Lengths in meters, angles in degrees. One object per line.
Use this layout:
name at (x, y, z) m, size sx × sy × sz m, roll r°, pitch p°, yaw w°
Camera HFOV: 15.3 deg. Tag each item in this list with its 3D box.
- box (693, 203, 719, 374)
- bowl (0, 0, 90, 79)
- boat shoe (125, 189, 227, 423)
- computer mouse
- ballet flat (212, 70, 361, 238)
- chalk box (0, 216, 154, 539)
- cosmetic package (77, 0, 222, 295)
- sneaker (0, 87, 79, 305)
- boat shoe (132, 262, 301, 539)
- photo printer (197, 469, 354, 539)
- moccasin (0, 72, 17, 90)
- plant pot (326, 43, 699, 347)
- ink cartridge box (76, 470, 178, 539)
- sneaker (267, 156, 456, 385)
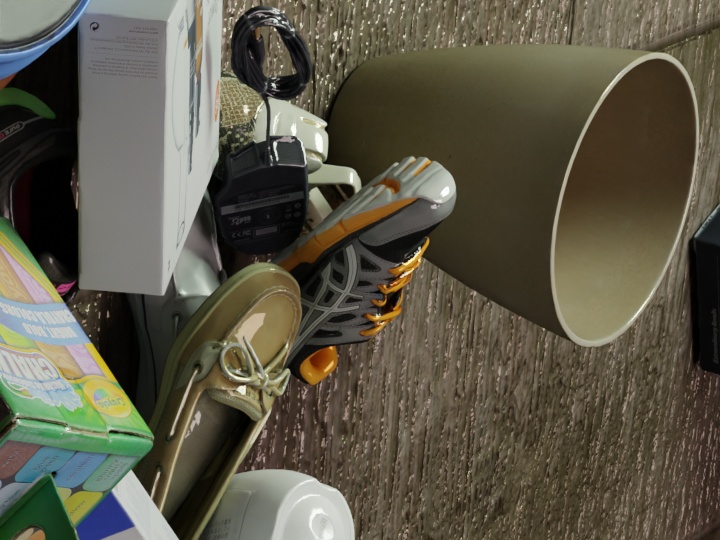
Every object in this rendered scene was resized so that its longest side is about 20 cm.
box at (0.391, 0.026, 2.257) m, size 0.104 × 0.199 × 0.149 m, roll -45°, pitch 141°, yaw -39°
bowl at (-0.195, -0.187, 1.256) m, size 0.200 × 0.039 × 0.202 m, roll 15°, pitch 70°, yaw -48°
boat shoe at (-0.094, 0.031, 1.589) m, size 0.073 × 0.066 × 0.201 m, roll -36°, pitch 134°, yaw -46°
computer mouse at (-0.057, -0.081, 1.514) m, size 0.058 × 0.034 × 0.201 m, roll -10°, pitch 142°, yaw -12°
ballet flat at (-0.040, -0.061, 1.621) m, size 0.200 × 0.075 × 0.068 m, roll 52°, pitch 48°, yaw -54°
chalk box at (-0.194, 0.077, 1.286) m, size 0.124 × 0.200 × 0.124 m, roll -43°, pitch 155°, yaw 16°
cosmetic package at (-0.110, -0.096, 1.429) m, size 0.200 × 0.051 × 0.152 m, roll -77°, pitch 172°, yaw -65°
sneaker at (-0.189, 0.007, 1.401) m, size 0.077 × 0.083 × 0.201 m, roll -18°, pitch 123°, yaw -53°
boat shoe at (-0.086, 0.092, 1.534) m, size 0.073 × 0.063 × 0.201 m, roll 37°, pitch 86°, yaw -45°
photo printer at (-0.082, 0.214, 1.553) m, size 0.069 × 0.166 × 0.201 m, roll 28°, pitch 61°, yaw -30°
moccasin at (-0.214, -0.110, 1.305) m, size 0.201 × 0.074 × 0.078 m, roll -45°, pitch 175°, yaw -28°
plant pot at (0.084, -0.067, 1.701) m, size 0.187 × 0.199 × 0.188 m, roll -33°, pitch 131°, yaw -48°
ink cartridge box at (-0.159, 0.144, 1.440) m, size 0.044 × 0.094 × 0.200 m, roll -99°, pitch 164°, yaw -49°
sneaker at (0.000, 0.000, 1.586) m, size 0.078 × 0.077 × 0.200 m, roll -39°, pitch -179°, yaw -43°
